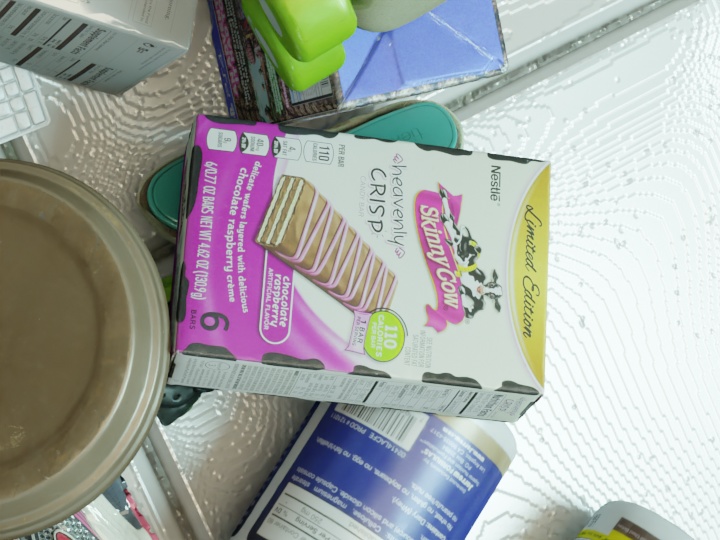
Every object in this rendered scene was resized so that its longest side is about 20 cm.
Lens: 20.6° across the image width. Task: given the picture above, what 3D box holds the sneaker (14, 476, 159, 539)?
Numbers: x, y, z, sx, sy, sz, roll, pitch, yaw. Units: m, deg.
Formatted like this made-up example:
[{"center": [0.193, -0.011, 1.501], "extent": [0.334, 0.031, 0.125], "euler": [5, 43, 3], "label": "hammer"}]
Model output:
[{"center": [-0.150, 0.148, 1.059], "extent": [0.074, 0.081, 0.201], "euler": [-30, 98, -14], "label": "sneaker"}]

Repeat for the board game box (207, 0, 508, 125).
[{"center": [-0.015, -0.166, 1.076], "extent": [0.096, 0.200, 0.161], "euler": [-13, 95, -19], "label": "board game box"}]

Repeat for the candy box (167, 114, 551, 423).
[{"center": [0.000, 0.000, 1.068], "extent": [0.198, 0.061, 0.138], "euler": [7, 70, -10], "label": "candy box"}]

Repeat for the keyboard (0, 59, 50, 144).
[{"center": [-0.268, -0.071, 1.079], "extent": [0.199, 0.011, 0.057], "euler": [-24, 98, -19], "label": "keyboard"}]

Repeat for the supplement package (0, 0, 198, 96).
[{"center": [-0.138, -0.212, 1.047], "extent": [0.110, 0.156, 0.202], "euler": [16, 80, -19], "label": "supplement package"}]

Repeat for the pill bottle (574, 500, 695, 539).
[{"center": [0.133, 0.244, 1.180], "extent": [0.109, 0.109, 0.200], "euler": [44, 75, -15], "label": "pill bottle"}]

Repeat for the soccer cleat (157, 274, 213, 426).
[{"center": [-0.093, 0.038, 1.123], "extent": [0.198, 0.067, 0.082], "euler": [-16, 105, -14], "label": "soccer cleat"}]

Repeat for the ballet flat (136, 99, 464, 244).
[{"center": [-0.033, -0.046, 1.142], "extent": [0.198, 0.062, 0.068], "euler": [-14, 74, -16], "label": "ballet flat"}]

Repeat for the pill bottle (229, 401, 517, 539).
[{"center": [-0.007, 0.151, 1.123], "extent": [0.115, 0.116, 0.201], "euler": [37, 78, -17], "label": "pill bottle"}]

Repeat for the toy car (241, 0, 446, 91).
[{"center": [-0.011, -0.213, 0.903], "extent": [0.164, 0.158, 0.201], "euler": [-31, 89, -5], "label": "toy car"}]

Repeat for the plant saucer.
[{"center": [-0.196, 0.037, 1.010], "extent": [0.198, 0.029, 0.202], "euler": [-1, 78, 5], "label": "plant saucer"}]
